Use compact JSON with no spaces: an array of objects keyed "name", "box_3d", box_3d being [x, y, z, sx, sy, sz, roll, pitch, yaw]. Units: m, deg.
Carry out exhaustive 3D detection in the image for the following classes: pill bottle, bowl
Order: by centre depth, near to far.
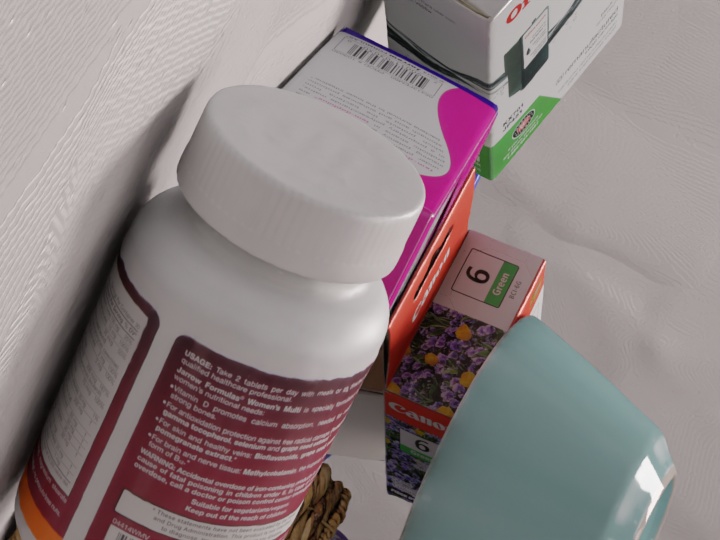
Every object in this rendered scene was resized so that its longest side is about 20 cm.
[{"name":"pill bottle","box_3d":[-0.055,0.035,0.874,0.200,0.109,0.110,-63,177,25]},{"name":"bowl","box_3d":[0.095,0.136,1.157,0.201,0.105,0.201,-58,164,-28]}]

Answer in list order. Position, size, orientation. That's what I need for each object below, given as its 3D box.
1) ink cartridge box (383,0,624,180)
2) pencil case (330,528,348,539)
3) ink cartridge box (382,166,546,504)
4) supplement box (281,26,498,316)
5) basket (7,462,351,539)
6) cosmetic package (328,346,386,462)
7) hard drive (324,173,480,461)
[{"name":"ink cartridge box","box_3d":[0.088,-0.167,1.310,0.147,0.083,0.200,-50,162,-16]},{"name":"pencil case","box_3d":[-0.084,0.200,1.208,0.086,0.199,0.084,49,32,-46]},{"name":"ink cartridge box","box_3d":[0.056,0.044,1.183,0.109,0.050,0.200,-61,165,-26]},{"name":"supplement box","box_3d":[-0.007,-0.040,1.148,0.104,0.101,0.200,-64,177,21]},{"name":"basket","box_3d":[-0.122,0.132,1.081,0.142,0.149,0.200,-23,-157,35]},{"name":"cosmetic package","box_3d":[0.000,0.000,1.302,0.105,0.071,0.201,101,-4,-64]},{"name":"hard drive","box_3d":[0.008,0.034,1.420,0.200,0.025,0.132,-62,-174,-22]}]
